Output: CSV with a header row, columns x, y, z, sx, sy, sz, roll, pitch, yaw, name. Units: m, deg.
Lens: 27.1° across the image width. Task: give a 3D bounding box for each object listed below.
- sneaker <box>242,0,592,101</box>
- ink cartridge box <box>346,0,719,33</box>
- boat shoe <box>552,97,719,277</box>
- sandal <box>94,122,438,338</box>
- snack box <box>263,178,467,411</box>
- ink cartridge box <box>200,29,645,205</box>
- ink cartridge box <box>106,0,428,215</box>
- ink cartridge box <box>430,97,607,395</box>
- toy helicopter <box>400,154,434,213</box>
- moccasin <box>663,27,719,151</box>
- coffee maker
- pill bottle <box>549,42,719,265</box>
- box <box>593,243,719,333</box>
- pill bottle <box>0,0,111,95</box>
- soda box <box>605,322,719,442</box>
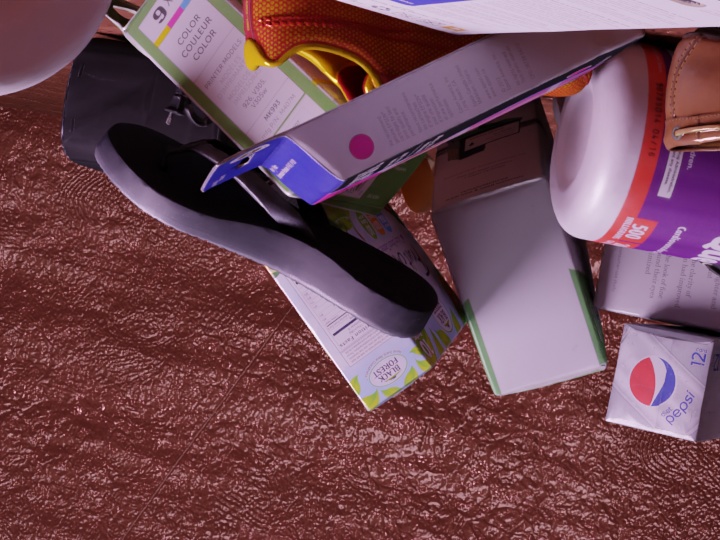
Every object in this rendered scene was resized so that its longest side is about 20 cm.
x,y,z,sx,sy,sz,roll,pitch,yaw,name
0.028,-0.110,0.765,0.199,0.078,0.073,8,180,-24,sneaker
0.057,-0.113,0.542,0.094,0.037,0.200,11,-177,-32,ink cartridge box
0.198,-0.049,0.930,0.200,0.069,0.057,40,158,12,boat shoe
-0.045,-0.033,0.802,0.199,0.043,0.076,27,-158,-4,sandal
0.000,0.000,0.936,0.053,0.143,0.200,-35,180,13,snack box
0.025,-0.072,0.683,0.199,0.037,0.095,-24,-179,-11,ink cartridge box
-0.062,-0.119,0.845,0.200,0.059,0.104,44,-164,23,ink cartridge box
0.111,-0.026,1.062,0.084,0.147,0.200,-17,-159,11,ink cartridge box
-0.009,-0.114,1.041,0.132,0.079,0.200,46,-173,37,toy helicopter
0.236,-0.068,0.702,0.201,0.078,0.074,11,-179,30,moccasin
-0.157,-0.142,1.278,0.199,0.135,0.192,10,157,34,coffee maker
0.214,-0.057,0.837,0.199,0.113,0.112,11,-179,-8,pill bottle
0.274,-0.029,1.000,0.199,0.153,0.106,11,-179,20,box
-0.184,-0.127,0.589,0.113,0.114,0.200,10,-178,-34,pill bottle
0.235,0.075,1.028,0.063,0.069,0.200,11,-177,29,soda box
